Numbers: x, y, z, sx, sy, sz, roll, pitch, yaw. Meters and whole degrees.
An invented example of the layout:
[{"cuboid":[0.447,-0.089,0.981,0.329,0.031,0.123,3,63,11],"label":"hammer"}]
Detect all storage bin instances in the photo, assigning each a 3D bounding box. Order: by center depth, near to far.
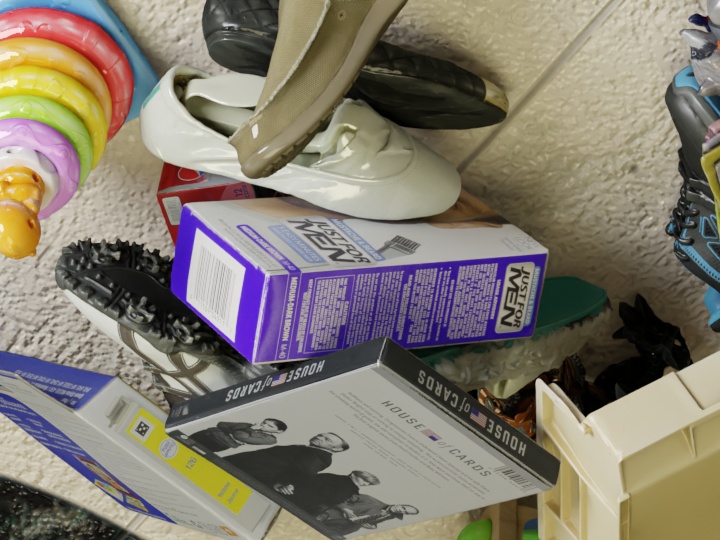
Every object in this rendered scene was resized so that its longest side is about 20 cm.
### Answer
[{"cuboid":[0.213,0.099,1.692,0.199,0.094,0.199,-26,146,-13],"label":"storage bin"}]

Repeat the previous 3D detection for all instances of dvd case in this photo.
[{"cuboid":[-0.001,0.105,1.679,0.150,0.025,0.200,36,145,-29],"label":"dvd case"}]

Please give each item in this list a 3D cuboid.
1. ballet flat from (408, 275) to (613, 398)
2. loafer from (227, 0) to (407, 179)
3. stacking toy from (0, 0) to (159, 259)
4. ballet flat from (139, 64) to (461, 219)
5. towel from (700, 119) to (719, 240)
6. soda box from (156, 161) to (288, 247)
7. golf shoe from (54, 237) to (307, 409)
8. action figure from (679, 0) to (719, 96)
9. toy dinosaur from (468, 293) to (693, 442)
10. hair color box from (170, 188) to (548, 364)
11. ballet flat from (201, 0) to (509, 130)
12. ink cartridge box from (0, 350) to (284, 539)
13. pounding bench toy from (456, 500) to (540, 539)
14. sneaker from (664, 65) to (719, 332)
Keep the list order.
[{"cuboid":[0.068,0.054,1.758,0.199,0.072,0.072,-14,137,-33],"label":"ballet flat"},{"cuboid":[-0.023,-0.139,1.614,0.067,0.200,0.076,35,157,-3],"label":"loafer"},{"cuboid":[-0.193,-0.071,1.646,0.109,0.200,0.116,-24,124,20],"label":"stacking toy"},{"cuboid":[-0.033,-0.079,1.677,0.199,0.070,0.070,13,128,-4],"label":"ballet flat"},{"cuboid":[0.284,-0.081,1.650,0.200,0.023,0.144,-34,141,-11],"label":"towel"},{"cuboid":[-0.069,0.005,1.780,0.063,0.070,0.201,-8,126,12],"label":"soda box"},{"cuboid":[-0.108,0.055,1.732,0.199,0.078,0.095,28,128,-11],"label":"golf shoe"},{"cuboid":[0.223,-0.186,1.599,0.199,0.105,0.194,13,118,-9],"label":"action figure"},{"cuboid":[0.160,0.093,1.842,0.199,0.103,0.136,5,147,-30],"label":"toy dinosaur"},{"cuboid":[0.000,0.000,1.692,0.199,0.109,0.065,-3,115,-32],"label":"hair color box"},{"cuboid":[0.001,-0.130,1.688,0.199,0.057,0.066,17,152,-18],"label":"ballet flat"},{"cuboid":[-0.171,0.098,1.802,0.200,0.197,0.047,42,75,-25],"label":"ink cartridge box"},{"cuboid":[0.141,0.214,1.897,0.155,0.125,0.201,16,127,-8],"label":"pounding bench toy"},{"cuboid":[0.221,-0.036,1.729,0.082,0.073,0.200,-19,124,16],"label":"sneaker"}]
